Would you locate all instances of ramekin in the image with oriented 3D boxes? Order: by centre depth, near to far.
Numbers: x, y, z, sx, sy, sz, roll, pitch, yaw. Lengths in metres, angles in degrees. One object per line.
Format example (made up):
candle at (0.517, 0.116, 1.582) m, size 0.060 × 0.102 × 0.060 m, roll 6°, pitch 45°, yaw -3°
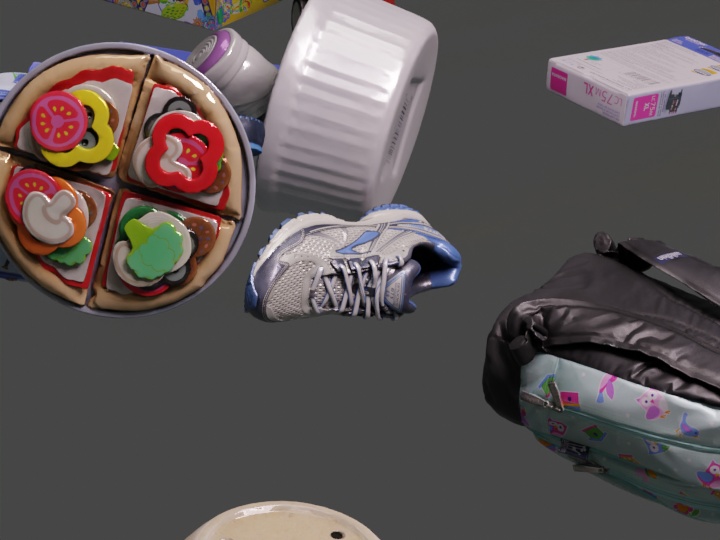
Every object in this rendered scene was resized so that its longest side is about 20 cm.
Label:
ramekin at (-0.008, -0.131, 1.545) m, size 0.097 × 0.201 × 0.201 m, roll 18°, pitch 26°, yaw 9°

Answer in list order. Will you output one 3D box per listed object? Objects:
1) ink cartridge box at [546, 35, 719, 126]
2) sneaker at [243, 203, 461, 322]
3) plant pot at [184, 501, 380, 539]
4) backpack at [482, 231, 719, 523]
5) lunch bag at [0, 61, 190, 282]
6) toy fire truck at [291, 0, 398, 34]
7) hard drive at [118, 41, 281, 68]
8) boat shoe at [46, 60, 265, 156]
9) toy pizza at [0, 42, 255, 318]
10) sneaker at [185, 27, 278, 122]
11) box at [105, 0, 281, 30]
ink cartridge box at (0.303, -0.196, 1.934) m, size 0.199 × 0.042 × 0.119 m, roll -15°, pitch 32°, yaw -34°
sneaker at (0.000, 0.000, 1.406) m, size 0.085 × 0.077 × 0.199 m, roll 31°, pitch 35°, yaw 35°
plant pot at (-0.039, 0.192, 0.912) m, size 0.199 × 0.135 × 0.201 m, roll 5°, pitch 24°, yaw -2°
backpack at (0.199, 0.074, 1.231) m, size 0.199 × 0.127 × 0.167 m, roll 22°, pitch 41°, yaw 28°
lunch bag at (-0.205, -0.069, 1.400) m, size 0.199 × 0.161 × 0.076 m, roll 7°, pitch 24°, yaw -1°
toy fire truck at (-0.017, -0.313, 1.918) m, size 0.128 × 0.201 × 0.176 m, roll -1°, pitch 26°, yaw -16°
hard drive at (-0.151, -0.176, 1.803) m, size 0.199 × 0.026 × 0.132 m, roll 9°, pitch 25°, yaw 6°
boat shoe at (-0.170, -0.130, 1.464) m, size 0.199 × 0.069 × 0.084 m, roll 9°, pitch -10°, yaw 9°
toy pizza at (-0.174, -0.061, 1.344) m, size 0.199 × 0.201 × 0.032 m, roll 6°, pitch 13°, yaw 0°
sneaker at (-0.130, -0.132, 1.608) m, size 0.099 × 0.075 × 0.200 m, roll 31°, pitch -28°, yaw -21°
box at (-0.184, -0.367, 2.090) m, size 0.192 × 0.123 × 0.200 m, roll 18°, pitch 28°, yaw 24°
